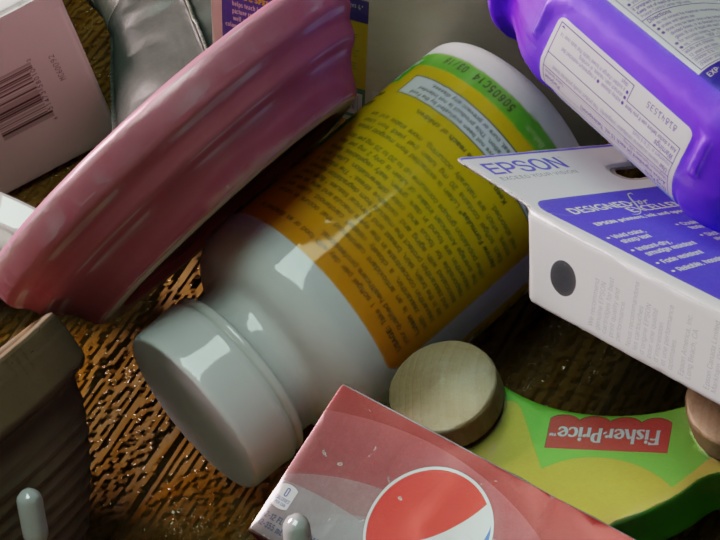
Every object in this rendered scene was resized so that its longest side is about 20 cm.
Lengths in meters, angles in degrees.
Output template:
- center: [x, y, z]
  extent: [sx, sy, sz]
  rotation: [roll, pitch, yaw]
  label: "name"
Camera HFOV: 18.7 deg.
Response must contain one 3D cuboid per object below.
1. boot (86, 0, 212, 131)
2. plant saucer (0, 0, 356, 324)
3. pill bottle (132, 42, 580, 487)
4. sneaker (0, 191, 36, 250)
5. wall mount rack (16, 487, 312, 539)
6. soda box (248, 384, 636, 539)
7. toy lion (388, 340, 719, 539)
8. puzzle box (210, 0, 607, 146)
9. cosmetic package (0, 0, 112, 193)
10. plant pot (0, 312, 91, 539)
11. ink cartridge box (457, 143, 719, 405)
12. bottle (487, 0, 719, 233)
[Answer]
- center: [-0.058, -0.124, 1.138]
  extent: [0.181, 0.073, 0.201]
  rotation: [-25, 40, 0]
  label: "boot"
- center: [-0.072, -0.044, 0.952]
  extent: [0.200, 0.201, 0.051]
  rotation: [-42, 89, -21]
  label: "plant saucer"
- center: [0.000, 0.000, 0.959]
  extent: [0.200, 0.112, 0.111]
  rotation: [-40, 46, -19]
  label: "pill bottle"
- center: [-0.216, -0.005, 1.098]
  extent: [0.198, 0.073, 0.085]
  rotation: [14, 80, 28]
  label: "sneaker"
- center: [-0.075, 0.178, 0.808]
  extent: [0.198, 0.075, 0.175]
  rotation: [3, 74, 24]
  label: "wall mount rack"
- center: [0.060, 0.120, 0.787]
  extent: [0.199, 0.064, 0.070]
  rotation: [27, 74, 31]
  label: "soda box"
- center: [0.071, 0.125, 0.850]
  extent: [0.198, 0.069, 0.193]
  rotation: [0, 54, 21]
  label: "toy lion"
- center: [0.024, -0.118, 1.013]
  extent: [0.198, 0.134, 0.026]
  rotation: [16, 52, 11]
  label: "puzzle box"
- center: [-0.217, -0.143, 1.194]
  extent: [0.084, 0.108, 0.200]
  rotation: [-28, 44, -8]
  label: "cosmetic package"
- center: [-0.178, 0.114, 0.901]
  extent: [0.200, 0.093, 0.201]
  rotation: [-38, 6, 5]
  label: "plant pot"
- center: [0.167, 0.001, 0.868]
  extent: [0.197, 0.044, 0.199]
  rotation: [-7, 29, -41]
  label: "ink cartridge box"
- center: [0.107, -0.094, 0.873]
  extent: [0.083, 0.066, 0.200]
  rotation: [-6, 41, -42]
  label: "bottle"
